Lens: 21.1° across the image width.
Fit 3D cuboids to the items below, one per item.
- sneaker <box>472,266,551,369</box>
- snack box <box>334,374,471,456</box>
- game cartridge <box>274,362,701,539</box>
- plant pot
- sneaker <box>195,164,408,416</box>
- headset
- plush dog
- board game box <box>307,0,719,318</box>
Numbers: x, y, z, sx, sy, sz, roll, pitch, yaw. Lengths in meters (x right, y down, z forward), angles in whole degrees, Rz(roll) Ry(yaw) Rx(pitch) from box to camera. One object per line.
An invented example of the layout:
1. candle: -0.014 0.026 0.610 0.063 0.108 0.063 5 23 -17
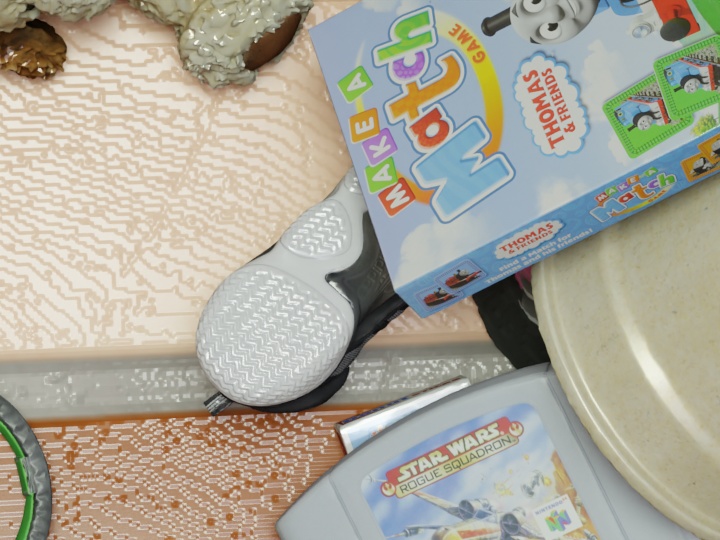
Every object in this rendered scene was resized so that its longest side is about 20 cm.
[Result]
1. sneaker: 0.141 0.036 0.976 0.200 0.080 0.086 47 61 -4
2. snack box: 0.055 0.159 0.975 0.072 0.024 0.200 -20 92 -6
3. game cartridge: 0.065 0.123 0.927 0.200 0.042 0.133 -27 95 15
4. plant pot: 0.211 -0.001 0.863 0.200 0.183 0.201 26 46 -30
5. sneaker: 0.000 0.000 0.929 0.200 0.114 0.076 -37 83 -18
6. headset: -0.249 0.120 0.919 0.200 0.094 0.124 -12 87 -24
7. plush dog: -0.128 -0.175 0.896 0.172 0.200 0.161 -25 60 -18
8. board game box: 0.087 -0.088 0.841 0.200 0.037 0.151 -28 57 15
